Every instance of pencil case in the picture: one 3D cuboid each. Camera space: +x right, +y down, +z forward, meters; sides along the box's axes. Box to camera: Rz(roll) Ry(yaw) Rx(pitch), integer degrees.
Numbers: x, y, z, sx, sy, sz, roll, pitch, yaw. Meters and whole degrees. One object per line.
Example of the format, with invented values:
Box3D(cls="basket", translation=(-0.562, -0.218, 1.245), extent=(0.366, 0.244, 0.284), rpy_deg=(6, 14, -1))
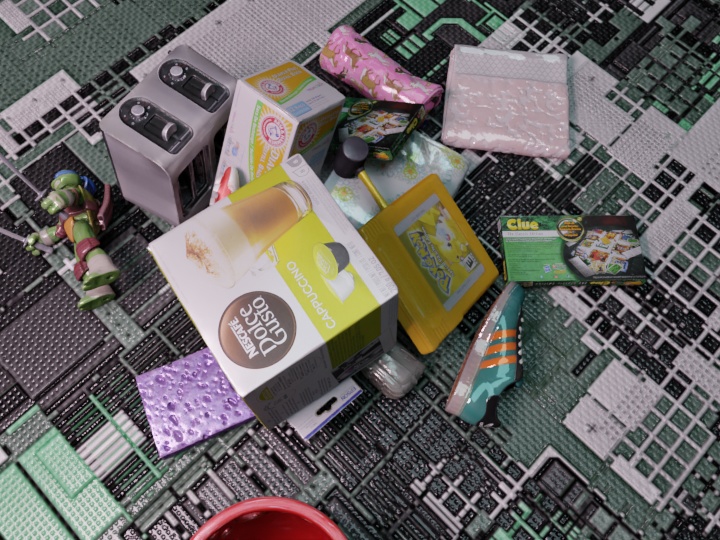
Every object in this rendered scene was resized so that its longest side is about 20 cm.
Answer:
Box3D(cls="pencil case", translation=(0.030, -0.301, 1.086), extent=(0.199, 0.087, 0.083), rpy_deg=(37, 90, 12))

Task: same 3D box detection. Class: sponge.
Box3D(cls="sponge", translation=(-0.184, 0.155, 0.921), extent=(0.199, 0.030, 0.112), rpy_deg=(-22, 71, -11))

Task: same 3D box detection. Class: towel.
Box3D(cls="towel", translation=(0.233, -0.270, 1.106), extent=(0.198, 0.032, 0.193), rpy_deg=(7, 68, 2))
Box3D(cls="towel", translation=(0.049, -0.124, 1.020), extent=(0.170, 0.048, 0.201), rpy_deg=(30, 66, 6))

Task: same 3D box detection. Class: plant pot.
Box3D(cls="plant pot", translation=(-0.093, 0.357, 0.757), extent=(0.198, 0.183, 0.202), rpy_deg=(0, 67, -1))

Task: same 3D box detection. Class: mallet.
Box3D(cls="mallet", translation=(0.032, -0.094, 0.944), extent=(0.041, 0.066, 0.201), rpy_deg=(-32, 77, -21))

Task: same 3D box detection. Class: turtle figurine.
Box3D(cls="turtle figurine", translation=(-0.416, -0.045, 0.940), extent=(0.144, 0.200, 0.195), rpy_deg=(-37, 74, 21))

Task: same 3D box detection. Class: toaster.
Box3D(cls="toaster", translation=(-0.256, -0.176, 0.979), extent=(0.118, 0.200, 0.181), rpy_deg=(30, 62, 8))

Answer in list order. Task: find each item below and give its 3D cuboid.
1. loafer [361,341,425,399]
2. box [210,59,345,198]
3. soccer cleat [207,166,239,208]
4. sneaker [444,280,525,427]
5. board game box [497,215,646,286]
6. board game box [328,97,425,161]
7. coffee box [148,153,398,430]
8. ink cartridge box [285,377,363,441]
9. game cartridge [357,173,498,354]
Box3D(cls="loafer", translation=(0.001, 0.083, 0.938), extent=(0.200, 0.070, 0.070), rpy_deg=(45, 68, 7))
Box3D(cls="box", translation=(-0.115, -0.163, 0.947), extent=(0.101, 0.201, 0.112), rpy_deg=(36, 42, 13))
Box3D(cls="soccer cleat", translation=(-0.166, -0.039, 0.942), extent=(0.084, 0.069, 0.202), rpy_deg=(6, 106, -10))
Box3D(cls="sneaker", translation=(0.186, 0.113, 0.930), extent=(0.079, 0.071, 0.201), rpy_deg=(26, 75, 6))
Box3D(cls="board game box", translation=(0.302, -0.029, 1.004), extent=(0.198, 0.023, 0.106), rpy_deg=(0, 69, -2))
Box3D(cls="board game box", translation=(-0.012, -0.213, 1.027), extent=(0.199, 0.024, 0.105), rpy_deg=(15, 60, 35))
Box3D(cls="coffee box", translation=(-0.090, 0.034, 0.807), extent=(0.197, 0.200, 0.200), rpy_deg=(-32, 71, -11))
Box3D(cls="ink cartridge box", translation=(-0.096, 0.116, 0.904), extent=(0.099, 0.039, 0.200), rpy_deg=(-37, 72, -16))
Box3D(cls="game cartridge", translation=(0.090, -0.016, 0.916), extent=(0.177, 0.032, 0.200), rpy_deg=(56, 43, -7))
